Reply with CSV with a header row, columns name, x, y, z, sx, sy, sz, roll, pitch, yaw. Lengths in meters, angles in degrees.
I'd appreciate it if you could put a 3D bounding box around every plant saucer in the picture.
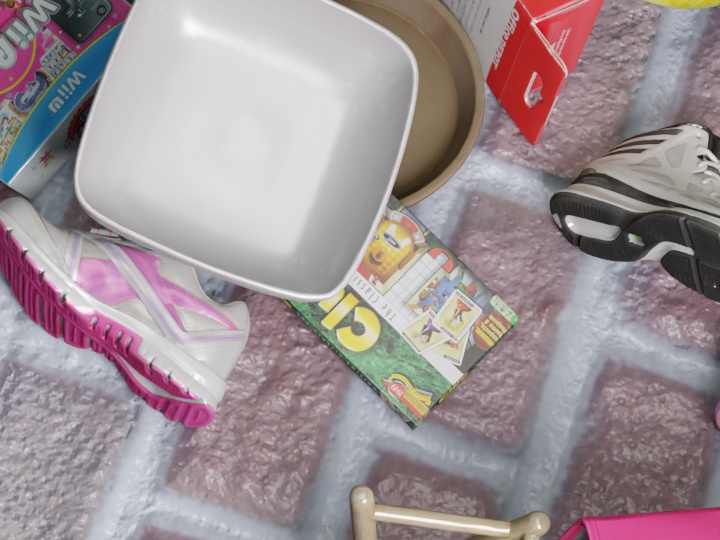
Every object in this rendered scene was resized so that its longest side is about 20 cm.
name,x,y,z,sx,sy,sz,roll,pitch,yaw
plant saucer,-0.013,-0.123,1.758,0.199,0.029,0.201,2,66,-6

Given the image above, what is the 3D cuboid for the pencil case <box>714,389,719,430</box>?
name,x,y,z,sx,sy,sz,roll,pitch,yaw
pencil case,0.297,0.027,1.692,0.083,0.087,0.201,16,66,6

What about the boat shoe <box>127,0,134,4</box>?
name,x,y,z,sx,sy,sz,roll,pitch,yaw
boat shoe,-0.172,-0.254,1.773,0.200,0.071,0.091,45,66,7

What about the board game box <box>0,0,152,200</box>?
name,x,y,z,sx,sy,sz,roll,pitch,yaw
board game box,-0.252,-0.169,1.710,0.200,0.064,0.148,41,89,12

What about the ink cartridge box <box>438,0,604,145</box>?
name,x,y,z,sx,sy,sz,roll,pitch,yaw
ink cartridge box,0.105,-0.201,1.758,0.067,0.116,0.200,-25,72,-19

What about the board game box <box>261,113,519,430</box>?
name,x,y,z,sx,sy,sz,roll,pitch,yaw
board game box,0.000,0.000,1.687,0.200,0.023,0.105,44,79,5

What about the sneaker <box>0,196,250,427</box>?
name,x,y,z,sx,sy,sz,roll,pitch,yaw
sneaker,-0.155,0.013,1.658,0.200,0.081,0.088,38,65,2

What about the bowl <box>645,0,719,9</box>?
name,x,y,z,sx,sy,sz,roll,pitch,yaw
bowl,0.217,-0.289,1.727,0.200,0.108,0.201,15,52,-20

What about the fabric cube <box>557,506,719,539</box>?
name,x,y,z,sx,sy,sz,roll,pitch,yaw
fabric cube,0.210,0.261,1.500,0.199,0.200,0.197,-2,65,-18

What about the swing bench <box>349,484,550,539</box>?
name,x,y,z,sx,sy,sz,roll,pitch,yaw
swing bench,0.020,0.257,1.504,0.129,0.200,0.200,10,65,-13

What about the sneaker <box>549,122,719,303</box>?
name,x,y,z,sx,sy,sz,roll,pitch,yaw
sneaker,0.235,-0.050,1.696,0.200,0.076,0.115,21,55,38

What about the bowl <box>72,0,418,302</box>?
name,x,y,z,sx,sy,sz,roll,pitch,yaw
bowl,-0.076,-0.087,1.641,0.199,0.075,0.200,22,75,-7
